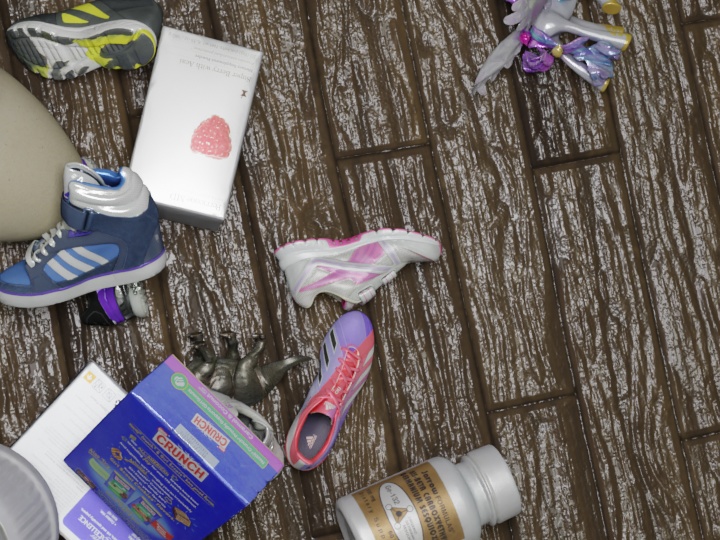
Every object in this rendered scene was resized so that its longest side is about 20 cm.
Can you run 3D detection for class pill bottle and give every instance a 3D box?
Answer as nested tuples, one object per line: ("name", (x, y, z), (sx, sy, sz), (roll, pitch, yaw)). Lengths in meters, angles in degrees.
("pill bottle", (0.081, 0.283, 1.606), (0.199, 0.114, 0.115), (-22, 89, -12))

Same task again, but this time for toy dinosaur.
("toy dinosaur", (-0.157, 0.125, 1.606), (0.199, 0.077, 0.103), (-6, 102, -27))

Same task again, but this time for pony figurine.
("pony figurine", (0.227, -0.301, 1.681), (0.199, 0.167, 0.194), (26, 49, -4))

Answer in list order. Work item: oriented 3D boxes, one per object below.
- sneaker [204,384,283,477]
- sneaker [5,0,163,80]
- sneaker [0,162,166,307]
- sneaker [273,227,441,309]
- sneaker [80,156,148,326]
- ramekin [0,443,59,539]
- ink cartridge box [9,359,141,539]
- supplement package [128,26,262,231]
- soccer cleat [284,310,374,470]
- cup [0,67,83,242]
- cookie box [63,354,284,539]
("sneaker", (-0.131, 0.198, 1.542), (0.099, 0.200, 0.075), (17, 71, 34))
("sneaker", (-0.314, -0.273, 1.587), (0.199, 0.075, 0.085), (4, 45, 20))
("sneaker", (-0.317, -0.049, 1.483), (0.199, 0.081, 0.147), (-11, 120, 4))
("sneaker", (0.000, 0.000, 1.638), (0.199, 0.081, 0.089), (-8, 88, -3))
("sneaker", (-0.318, -0.029, 1.582), (0.099, 0.070, 0.201), (-18, 86, -3))
("ramekin", (-0.435, 0.291, 1.482), (0.199, 0.105, 0.201), (1, 101, 4))
("ink cartridge box", (-0.305, 0.242, 1.573), (0.198, 0.043, 0.200), (43, 77, -4))
("supplement package", (-0.196, -0.160, 1.588), (0.121, 0.120, 0.201), (13, 83, -9))
("soccer cleat", (-0.032, 0.142, 1.616), (0.066, 0.076, 0.201), (26, 81, -7))
("cup", (-0.396, -0.110, 1.528), (0.143, 0.200, 0.201), (28, 80, -31))
("cookie box", (-0.203, 0.206, 1.470), (0.171, 0.200, 0.075), (45, 47, -3))
